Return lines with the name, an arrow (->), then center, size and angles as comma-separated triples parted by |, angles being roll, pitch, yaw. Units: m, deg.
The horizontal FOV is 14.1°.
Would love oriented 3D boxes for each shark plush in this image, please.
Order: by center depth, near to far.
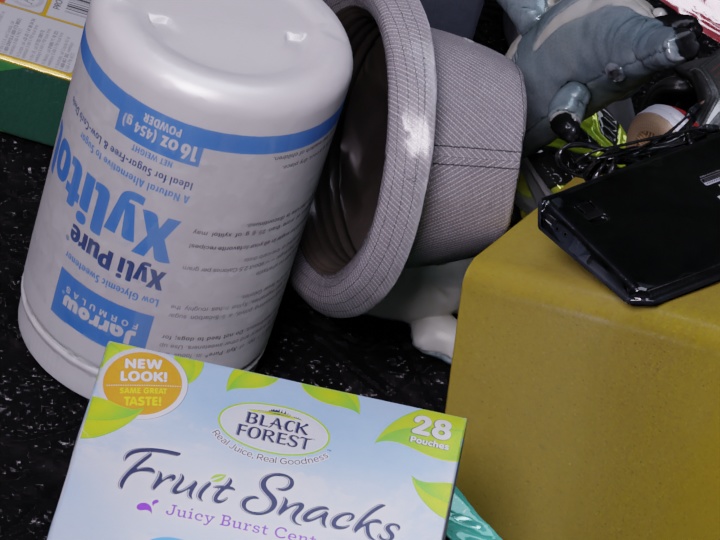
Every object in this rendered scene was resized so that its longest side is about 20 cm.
shark plush -> 0.121, -0.091, 1.444 | 0.091, 0.083, 0.200 | 42, -17, -27
shark plush -> 0.000, 0.000, 1.558 | 0.199, 0.091, 0.083 | 0, 12, 0

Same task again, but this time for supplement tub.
supplement tub -> -0.088, -0.043, 1.428 | 0.132, 0.200, 0.132 | 12, 35, -9

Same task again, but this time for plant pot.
plant pot -> 0.147, 0.059, 1.415 | 0.176, 0.200, 0.200 | 19, 31, 22

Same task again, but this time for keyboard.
keyboard -> 0.170, -0.033, 1.379 | 0.200, 0.040, 0.104 | -19, 50, -33

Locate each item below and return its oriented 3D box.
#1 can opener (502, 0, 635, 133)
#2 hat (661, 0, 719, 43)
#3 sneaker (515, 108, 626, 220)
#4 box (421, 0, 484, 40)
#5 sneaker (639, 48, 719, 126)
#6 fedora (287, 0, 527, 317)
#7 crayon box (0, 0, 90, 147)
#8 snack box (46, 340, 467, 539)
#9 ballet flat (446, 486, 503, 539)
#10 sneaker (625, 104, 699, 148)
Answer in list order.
can opener -> 0.126, -0.119, 1.764 | 0.053, 0.067, 0.200 | 5, 51, -18
hat -> 0.214, -0.072, 1.476 | 0.176, 0.166, 0.200 | -13, 51, -6
sneaker -> 0.142, -0.004, 1.572 | 0.075, 0.076, 0.200 | -25, 80, -27
box -> 0.004, -0.198, 1.677 | 0.124, 0.200, 0.197 | 8, 36, -11
sneaker -> 0.221, -0.103, 1.758 | 0.098, 0.071, 0.201 | 22, 37, 1
fedora -> 0.024, -0.063, 1.448 | 0.090, 0.177, 0.200 | 5, -2, -20
crayon box -> -0.234, -0.144, 1.626 | 0.199, 0.052, 0.126 | 17, 35, -3
snack box -> -0.054, 0.141, 1.257 | 0.168, 0.068, 0.200 | 11, 50, 2
ballet flat -> 0.034, 0.140, 1.339 | 0.200, 0.067, 0.070 | 37, 34, 24
sneaker -> 0.225, -0.019, 1.523 | 0.112, 0.071, 0.200 | -36, 103, -21
